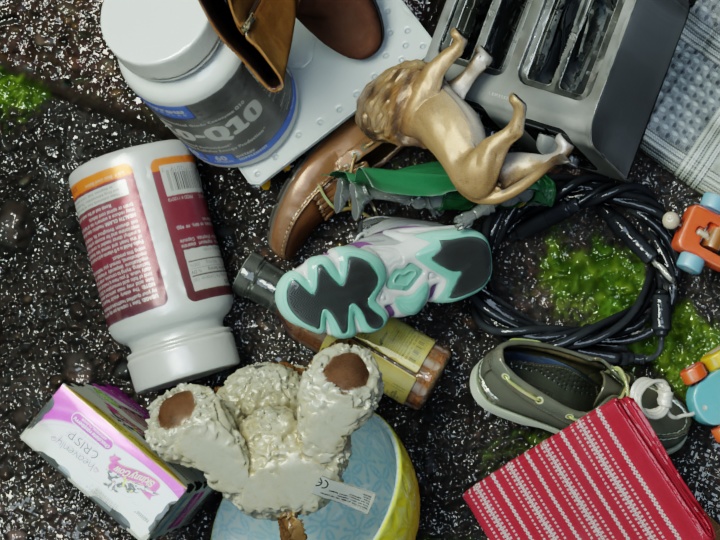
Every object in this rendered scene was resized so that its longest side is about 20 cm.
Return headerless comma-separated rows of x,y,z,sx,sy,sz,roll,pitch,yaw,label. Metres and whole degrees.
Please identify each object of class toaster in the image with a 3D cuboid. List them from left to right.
0.170,-0.195,1.678,0.180,0.118,0.202,21,89,30,toaster

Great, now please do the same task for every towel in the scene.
0.192,0.206,1.677,0.200,0.022,0.145,-36,85,38,towel
0.302,-0.189,1.734,0.192,0.035,0.201,38,90,6,towel

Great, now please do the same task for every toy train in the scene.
0.302,0.044,1.702,0.149,0.056,0.202,21,82,-8,toy train

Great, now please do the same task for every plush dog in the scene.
-0.070,0.133,1.654,0.198,0.172,0.162,-14,114,1,plush dog

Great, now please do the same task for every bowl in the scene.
-0.020,0.228,1.690,0.200,0.200,0.108,-42,127,1,bowl

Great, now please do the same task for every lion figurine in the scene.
0.079,-0.111,1.602,0.123,0.072,0.200,-48,53,15,lion figurine

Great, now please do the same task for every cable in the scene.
0.182,-0.006,1.726,0.198,0.051,0.165,10,88,6,cable

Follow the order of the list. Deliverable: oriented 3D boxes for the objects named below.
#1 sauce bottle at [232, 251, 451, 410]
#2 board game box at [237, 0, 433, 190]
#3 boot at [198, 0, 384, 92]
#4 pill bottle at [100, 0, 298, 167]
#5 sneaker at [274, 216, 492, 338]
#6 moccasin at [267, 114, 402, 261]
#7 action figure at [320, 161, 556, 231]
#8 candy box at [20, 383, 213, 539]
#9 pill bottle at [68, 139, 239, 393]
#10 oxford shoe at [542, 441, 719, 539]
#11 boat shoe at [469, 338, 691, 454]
-0.018,0.048,1.733,0.199,0.066,0.066,32,90,6,sauce bottle
-0.062,-0.200,1.738,0.199,0.026,0.201,-37,64,2,board game box
-0.050,-0.205,1.587,0.068,0.201,0.189,-23,120,19,boot
-0.132,-0.171,1.624,0.113,0.200,0.115,-6,70,16,pill bottle
0.000,0.000,1.700,0.198,0.140,0.079,-9,105,-24,sneaker
-0.005,-0.086,1.740,0.078,0.074,0.202,41,82,13,moccasin
0.078,-0.067,1.678,0.198,0.118,0.055,-2,102,-21,action figure
-0.197,0.159,1.673,0.136,0.200,0.061,39,91,5,candy box
-0.176,-0.002,1.723,0.113,0.114,0.202,-16,85,4,pill bottle
0.241,0.203,1.713,0.199,0.071,0.071,38,60,8,oxford shoe
0.196,0.109,1.691,0.200,0.060,0.073,16,59,-9,boat shoe
